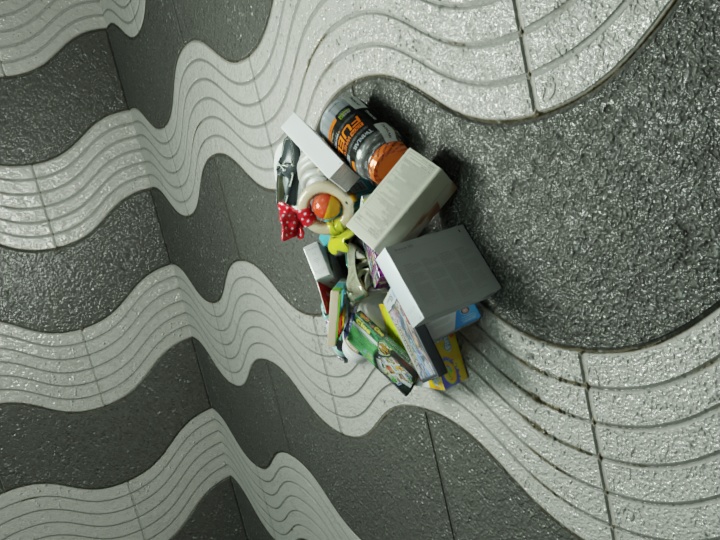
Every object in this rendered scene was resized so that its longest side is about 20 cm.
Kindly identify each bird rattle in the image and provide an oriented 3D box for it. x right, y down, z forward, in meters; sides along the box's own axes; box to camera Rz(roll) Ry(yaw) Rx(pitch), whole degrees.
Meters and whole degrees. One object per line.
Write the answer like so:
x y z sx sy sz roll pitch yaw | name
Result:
-0.090 -0.133 1.379 0.199 0.113 0.163 23 117 2 | bird rattle

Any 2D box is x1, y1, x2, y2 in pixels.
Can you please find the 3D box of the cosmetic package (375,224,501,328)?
0.149 0.006 1.133 0.151 0.199 0.052 63 147 16 | cosmetic package

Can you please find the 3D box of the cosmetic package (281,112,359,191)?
-0.091 -0.263 1.334 0.051 0.083 0.200 -45 60 7 | cosmetic package

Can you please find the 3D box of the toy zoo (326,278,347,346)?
-0.052 0.094 1.454 0.200 0.020 0.132 -55 -29 -80 | toy zoo

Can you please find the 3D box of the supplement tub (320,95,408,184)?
0.011 -0.277 1.285 0.200 0.122 0.123 48 142 34 | supplement tub

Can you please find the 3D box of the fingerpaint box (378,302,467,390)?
0.139 0.156 1.350 0.167 0.073 0.201 -10 98 60 | fingerpaint box

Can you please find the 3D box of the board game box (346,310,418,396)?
0.052 0.190 1.377 0.200 0.023 0.105 42 143 21 | board game box

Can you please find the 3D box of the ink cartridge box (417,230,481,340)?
0.146 0.034 1.223 0.068 0.116 0.201 84 162 -76 | ink cartridge box

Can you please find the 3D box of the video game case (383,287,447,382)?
0.107 0.129 1.227 0.181 0.025 0.201 106 140 -75 | video game case

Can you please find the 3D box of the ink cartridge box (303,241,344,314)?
-0.074 0.031 1.543 0.200 0.045 0.177 38 -150 -76 | ink cartridge box

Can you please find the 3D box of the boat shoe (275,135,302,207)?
-0.186 -0.250 1.538 0.076 0.060 0.201 36 134 45 | boat shoe

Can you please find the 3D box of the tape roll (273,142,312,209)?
-0.157 -0.252 1.618 0.202 0.071 0.203 33 131 47 | tape roll

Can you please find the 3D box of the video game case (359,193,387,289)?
0.031 -0.059 1.346 0.200 0.036 0.182 100 158 -80 | video game case

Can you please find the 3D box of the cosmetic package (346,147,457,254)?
0.081 -0.125 1.178 0.200 0.087 0.103 -49 52 5 | cosmetic package

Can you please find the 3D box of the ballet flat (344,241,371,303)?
0.000 0.000 1.471 0.067 0.062 0.200 50 -153 -39 | ballet flat

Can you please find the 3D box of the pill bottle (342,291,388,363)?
0.018 0.150 1.503 0.111 0.111 0.200 57 146 24 | pill bottle

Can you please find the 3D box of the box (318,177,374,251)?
-0.036 -0.136 1.473 0.049 0.082 0.200 55 146 25 | box

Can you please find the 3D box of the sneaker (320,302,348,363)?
-0.065 0.164 1.684 0.140 0.077 0.201 91 170 -62 | sneaker

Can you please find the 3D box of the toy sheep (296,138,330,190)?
-0.091 -0.242 1.453 0.138 0.137 0.201 116 165 -50 | toy sheep
